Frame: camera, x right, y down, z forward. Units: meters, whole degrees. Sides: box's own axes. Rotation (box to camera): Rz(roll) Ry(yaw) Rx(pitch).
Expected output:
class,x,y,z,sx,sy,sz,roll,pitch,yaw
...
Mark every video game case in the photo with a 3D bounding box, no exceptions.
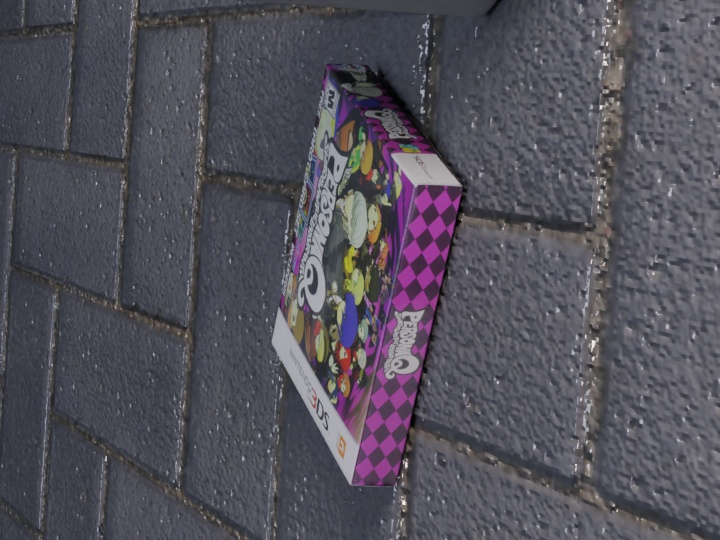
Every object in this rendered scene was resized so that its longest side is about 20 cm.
class,x,y,z,sx,sy,sz,roll,pitch,yaw
video game case,0.000,0.000,1.453,0.182,0.035,0.202,-123,41,-57

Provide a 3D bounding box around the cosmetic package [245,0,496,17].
class,x,y,z,sx,sy,sz,roll,pitch,yaw
cosmetic package,0.018,-0.252,1.246,0.200,0.165,0.169,133,136,-62
